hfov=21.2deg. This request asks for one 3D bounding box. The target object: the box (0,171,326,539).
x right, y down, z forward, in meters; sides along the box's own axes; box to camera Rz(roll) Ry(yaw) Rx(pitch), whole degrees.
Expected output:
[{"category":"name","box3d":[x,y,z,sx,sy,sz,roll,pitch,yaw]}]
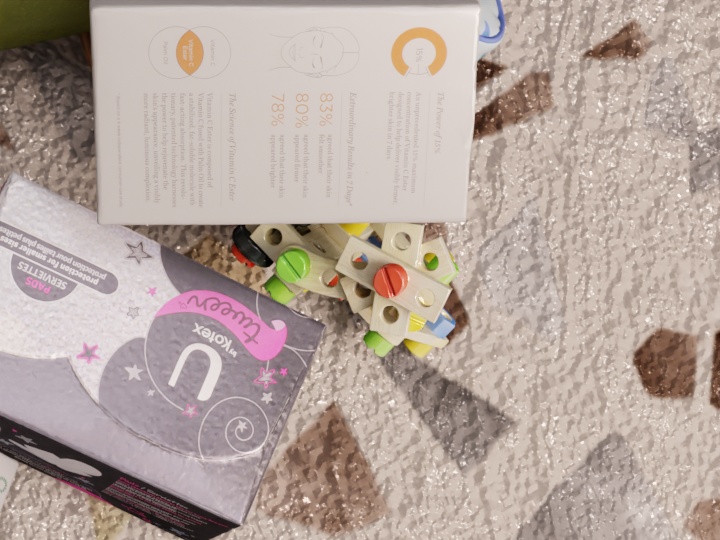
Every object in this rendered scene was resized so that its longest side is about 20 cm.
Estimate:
[{"category":"box","box3d":[-0.141,0.052,1.088,0.199,0.115,0.133,27,71,-12]}]

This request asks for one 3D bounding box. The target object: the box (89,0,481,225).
[{"category":"box","box3d":[-0.042,-0.100,1.030,0.199,0.098,0.125,0,118,-5]}]

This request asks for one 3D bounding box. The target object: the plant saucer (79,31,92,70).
[{"category":"plant saucer","box3d":[-0.081,-0.159,1.199,0.199,0.037,0.201,4,76,-19]}]

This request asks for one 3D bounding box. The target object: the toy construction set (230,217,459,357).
[{"category":"toy construction set","box3d":[0.000,0.000,1.116,0.092,0.200,0.131,-44,87,1]}]

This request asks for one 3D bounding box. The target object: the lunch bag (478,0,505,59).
[{"category":"lunch bag","box3d":[0.007,-0.207,1.157,0.160,0.082,0.201,19,49,-34]}]

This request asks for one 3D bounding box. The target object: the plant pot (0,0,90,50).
[{"category":"plant pot","box3d":[-0.193,-0.202,1.085,0.199,0.187,0.188,1,77,-16]}]

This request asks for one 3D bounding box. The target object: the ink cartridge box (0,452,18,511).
[{"category":"ink cartridge box","box3d":[-0.259,0.177,1.033,0.099,0.039,0.201,44,58,-51]}]
